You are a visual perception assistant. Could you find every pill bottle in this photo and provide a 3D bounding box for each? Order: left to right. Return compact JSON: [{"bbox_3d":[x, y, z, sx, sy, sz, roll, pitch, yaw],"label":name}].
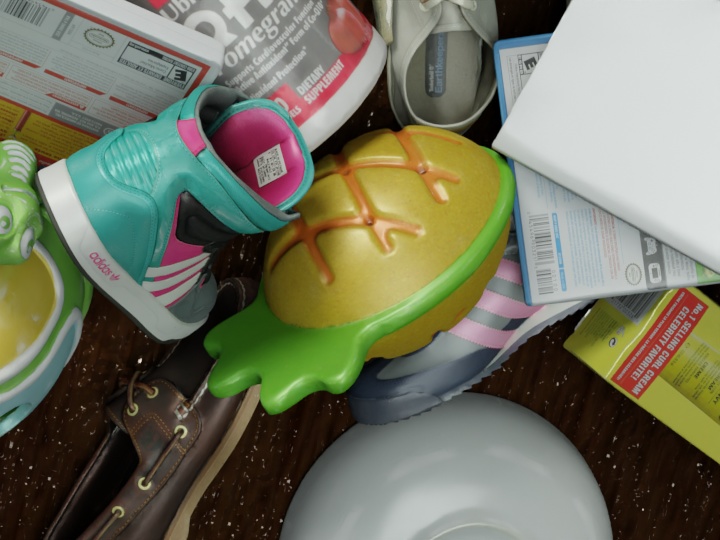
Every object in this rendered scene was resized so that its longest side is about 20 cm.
[{"bbox_3d":[-0.088,-0.151,1.400,0.111,0.111,0.200,-43,109,0],"label":"pill bottle"}]

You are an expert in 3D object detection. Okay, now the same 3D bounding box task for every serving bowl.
[{"bbox_3d":[0.055,0.173,1.540,0.199,0.066,0.201,-3,104,-12],"label":"serving bowl"}]

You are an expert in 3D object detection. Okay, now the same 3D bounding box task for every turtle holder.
[{"bbox_3d":[-0.198,0.018,1.375,0.185,0.132,0.141,-24,126,32],"label":"turtle holder"}]

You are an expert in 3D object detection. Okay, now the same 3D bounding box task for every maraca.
[{"bbox_3d":[0.000,0.000,1.419,0.200,0.137,0.107,-47,123,-24],"label":"maraca"}]

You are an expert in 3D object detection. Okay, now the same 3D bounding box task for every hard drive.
[{"bbox_3d":[0.187,-0.074,1.417,0.200,0.027,0.132,29,92,2],"label":"hard drive"}]

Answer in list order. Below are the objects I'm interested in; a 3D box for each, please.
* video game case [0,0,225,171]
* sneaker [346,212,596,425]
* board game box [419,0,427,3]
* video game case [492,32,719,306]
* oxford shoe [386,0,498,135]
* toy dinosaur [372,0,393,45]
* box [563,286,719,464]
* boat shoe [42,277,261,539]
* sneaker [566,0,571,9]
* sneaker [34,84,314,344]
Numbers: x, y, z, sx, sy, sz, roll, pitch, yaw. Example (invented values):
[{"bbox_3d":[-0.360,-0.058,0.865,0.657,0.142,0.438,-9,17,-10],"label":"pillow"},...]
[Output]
[{"bbox_3d":[-0.174,-0.076,1.388,0.143,0.017,0.200,22,135,-17],"label":"video game case"},{"bbox_3d":[0.065,0.005,1.498,0.200,0.070,0.082,-36,115,-11],"label":"sneaker"},{"bbox_3d":[0.062,-0.262,1.413,0.151,0.046,0.201,-25,93,-9],"label":"board game box"},{"bbox_3d":[0.178,-0.064,1.440,0.199,0.018,0.144,-7,90,4],"label":"video game case"},{"bbox_3d":[0.042,-0.164,1.456,0.075,0.058,0.201,-6,104,-10],"label":"oxford shoe"},{"bbox_3d":[-0.029,-0.209,1.406,0.200,0.088,0.047,47,56,-9],"label":"toy dinosaur"},{"bbox_3d":[0.207,0.068,1.528,0.200,0.050,0.075,36,93,-35],"label":"box"},{"bbox_3d":[-0.109,0.091,1.477,0.070,0.070,0.201,23,98,-21],"label":"boat shoe"},{"bbox_3d":[0.153,-0.101,1.494,0.080,0.077,0.201,-15,100,-2],"label":"sneaker"},{"bbox_3d":[-0.078,-0.033,1.371,0.120,0.200,0.084,-27,72,5],"label":"sneaker"}]
